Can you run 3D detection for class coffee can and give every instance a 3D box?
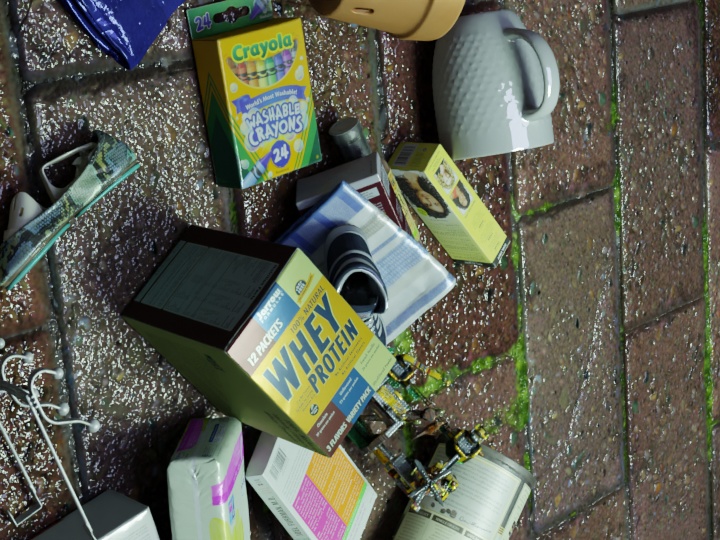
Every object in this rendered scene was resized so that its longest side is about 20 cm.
[{"bbox_3d":[0.128,0.339,1.747,0.146,0.146,0.201,42,69,-40],"label":"coffee can"}]

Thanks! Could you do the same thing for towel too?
[{"bbox_3d":[0.000,0.000,1.556,0.147,0.024,0.200,-40,115,20],"label":"towel"},{"bbox_3d":[-0.231,-0.327,1.351,0.201,0.049,0.148,-56,137,-22],"label":"towel"}]

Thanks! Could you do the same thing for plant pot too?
[{"bbox_3d":[0.019,-0.363,1.497,0.139,0.200,0.202,-7,103,-27],"label":"plant pot"}]

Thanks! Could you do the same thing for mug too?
[{"bbox_3d":[0.178,-0.240,1.657,0.147,0.200,0.177,-14,98,-32],"label":"mug"}]

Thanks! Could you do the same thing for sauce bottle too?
[{"bbox_3d":[0.016,-0.095,1.617,0.065,0.064,0.201,-46,127,-28],"label":"sauce bottle"}]

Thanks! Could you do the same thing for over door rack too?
[{"bbox_3d":[-0.312,0.171,1.288,0.066,0.147,0.201,-21,111,-34],"label":"over door rack"}]

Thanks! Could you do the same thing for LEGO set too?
[{"bbox_3d":[0.072,0.191,1.636,0.153,0.116,0.201,-32,82,-26],"label":"LEGO set"}]

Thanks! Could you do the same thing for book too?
[{"bbox_3d":[-0.059,0.262,1.586,0.201,0.048,0.134,59,34,-31],"label":"book"}]

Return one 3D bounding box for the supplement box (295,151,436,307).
[{"bbox_3d":[0.008,-0.032,1.585,0.061,0.108,0.201,-91,160,-58],"label":"supplement box"}]

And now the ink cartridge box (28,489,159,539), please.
[{"bbox_3d":[-0.276,0.362,1.399,0.146,0.083,0.201,-30,117,-36],"label":"ink cartridge box"}]

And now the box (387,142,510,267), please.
[{"bbox_3d":[0.115,-0.084,1.711,0.200,0.075,0.050,48,62,-37],"label":"box"}]

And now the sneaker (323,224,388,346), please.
[{"bbox_3d":[-0.002,0.058,1.510,0.070,0.109,0.201,-12,119,-5],"label":"sneaker"}]

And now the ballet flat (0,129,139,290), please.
[{"bbox_3d":[-0.310,-0.067,1.313,0.200,0.074,0.074,-49,127,-29],"label":"ballet flat"}]

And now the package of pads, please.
[{"bbox_3d":[-0.166,0.276,1.454,0.155,0.068,0.201,-81,168,-77],"label":"package of pads"}]

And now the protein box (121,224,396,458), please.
[{"bbox_3d":[-0.110,0.073,1.421,0.135,0.199,0.199,-54,128,-19],"label":"protein box"}]

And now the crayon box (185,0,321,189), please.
[{"bbox_3d":[-0.118,-0.206,1.476,0.125,0.051,0.201,-24,113,-39],"label":"crayon box"}]
